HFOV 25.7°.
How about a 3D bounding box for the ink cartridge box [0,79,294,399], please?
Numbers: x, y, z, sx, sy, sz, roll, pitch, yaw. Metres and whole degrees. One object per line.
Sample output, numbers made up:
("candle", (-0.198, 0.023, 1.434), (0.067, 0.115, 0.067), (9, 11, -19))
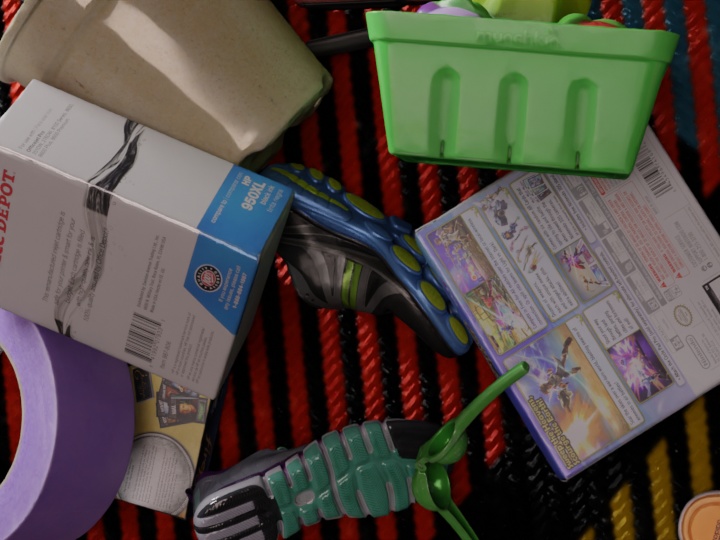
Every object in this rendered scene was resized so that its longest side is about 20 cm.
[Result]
("ink cartridge box", (-0.162, -0.021, 1.082), (0.199, 0.084, 0.145), (23, 132, 1))

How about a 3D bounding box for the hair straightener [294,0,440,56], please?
("hair straightener", (0.050, -0.169, 1.157), (0.198, 0.041, 0.078), (-2, 90, 9))

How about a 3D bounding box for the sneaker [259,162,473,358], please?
("sneaker", (0.000, 0.000, 1.157), (0.199, 0.071, 0.083), (34, 119, 9))

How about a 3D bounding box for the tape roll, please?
("tape roll", (-0.269, 0.109, 1.173), (0.199, 0.085, 0.202), (-4, 83, 33))

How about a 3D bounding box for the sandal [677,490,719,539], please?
("sandal", (0.317, 0.205, 1.075), (0.205, 0.059, 0.080), (12, 93, 13))

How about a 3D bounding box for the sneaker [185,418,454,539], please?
("sneaker", (-0.032, 0.143, 1.157), (0.198, 0.088, 0.075), (-15, 111, -12))

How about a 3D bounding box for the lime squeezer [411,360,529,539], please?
("lime squeezer", (0.070, 0.139, 1.100), (0.070, 0.038, 0.201), (22, 128, 23))

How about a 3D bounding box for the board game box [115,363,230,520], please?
("board game box", (-0.168, 0.073, 1.206), (0.134, 0.035, 0.202), (14, 93, 13))

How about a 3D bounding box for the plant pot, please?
("plant pot", (-0.128, -0.149, 1.131), (0.183, 0.200, 0.201), (43, 99, -2))

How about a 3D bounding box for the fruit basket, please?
("fruit basket", (0.110, -0.167, 1.054), (0.213, 0.155, 0.218), (0, 91, 8))

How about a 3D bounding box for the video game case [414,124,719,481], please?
("video game case", (0.164, 0.014, 1.100), (0.180, 0.045, 0.201), (-31, 82, -4))
